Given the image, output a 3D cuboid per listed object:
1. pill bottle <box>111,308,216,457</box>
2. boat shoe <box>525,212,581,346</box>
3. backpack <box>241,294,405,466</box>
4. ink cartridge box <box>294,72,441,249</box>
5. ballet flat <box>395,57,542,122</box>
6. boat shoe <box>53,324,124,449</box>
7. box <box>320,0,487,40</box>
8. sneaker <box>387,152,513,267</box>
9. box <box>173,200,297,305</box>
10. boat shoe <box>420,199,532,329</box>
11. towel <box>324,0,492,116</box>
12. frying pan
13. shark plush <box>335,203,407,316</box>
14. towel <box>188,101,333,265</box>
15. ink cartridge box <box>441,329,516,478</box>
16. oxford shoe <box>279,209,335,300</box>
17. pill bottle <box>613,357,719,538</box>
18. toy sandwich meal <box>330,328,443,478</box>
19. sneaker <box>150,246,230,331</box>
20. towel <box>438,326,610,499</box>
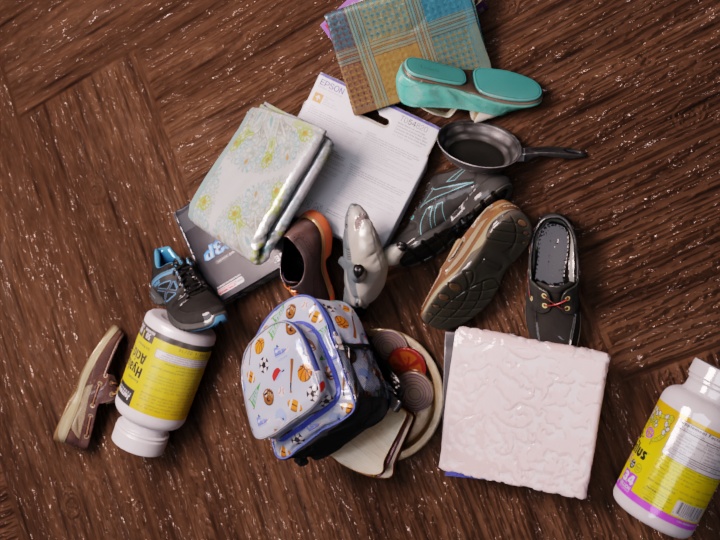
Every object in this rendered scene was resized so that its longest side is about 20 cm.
[{"bbox_3d":[-0.298,0.169,1.291,0.110,0.111,0.202,23,96,19],"label":"pill bottle"},{"bbox_3d":[0.249,0.026,1.127,0.073,0.063,0.204,0,90,15],"label":"boat shoe"},{"bbox_3d":[-0.068,0.132,1.132,0.199,0.153,0.192,-35,53,27],"label":"backpack"},{"bbox_3d":[-0.014,-0.146,1.214,0.198,0.041,0.201,27,85,9],"label":"ink cartridge box"},{"bbox_3d":[0.141,-0.236,1.162,0.198,0.071,0.068,8,51,-9],"label":"ballet flat"},{"bbox_3d":[-0.409,0.185,1.362,0.071,0.072,0.202,25,86,-12],"label":"boat shoe"},{"bbox_3d":[0.059,-0.356,1.216,0.200,0.039,0.137,-39,76,14],"label":"box"},{"bbox_3d":[0.111,-0.080,1.182,0.199,0.075,0.080,-36,67,7],"label":"sneaker"},{"bbox_3d":[-0.161,-0.062,1.283,0.199,0.046,0.160,-29,79,16],"label":"box"},{"bbox_3d":[0.152,-0.009,1.160,0.075,0.074,0.200,28,113,-26],"label":"boat shoe"},{"bbox_3d":[0.065,-0.305,1.167,0.198,0.022,0.148,-17,111,4],"label":"towel"},{"bbox_3d":[0.192,-0.168,1.160,0.115,0.188,0.031,-115,25,-45],"label":"frying pan"},{"bbox_3d":[0.000,0.000,1.182,0.091,0.201,0.083,-34,64,-23],"label":"shark plush"},{"bbox_3d":[-0.138,-0.124,1.174,0.171,0.048,0.201,30,89,46],"label":"towel"},{"bbox_3d":[0.159,0.183,1.169,0.094,0.037,0.202,2,91,19],"label":"ink cartridge box"},{"bbox_3d":[-0.083,0.016,1.201,0.071,0.072,0.202,22,130,31],"label":"oxford shoe"},{"bbox_3d":[0.393,0.211,1.047,0.104,0.104,0.201,27,97,18],"label":"pill bottle"},{"bbox_3d":[0.018,0.180,1.199,0.203,0.070,0.208,-1,88,20],"label":"toy sandwich meal"},{"bbox_3d":[-0.256,0.027,1.254,0.199,0.073,0.083,25,124,47],"label":"sneaker"},{"bbox_3d":[0.208,0.181,1.116,0.198,0.032,0.193,9,95,19],"label":"towel"}]
